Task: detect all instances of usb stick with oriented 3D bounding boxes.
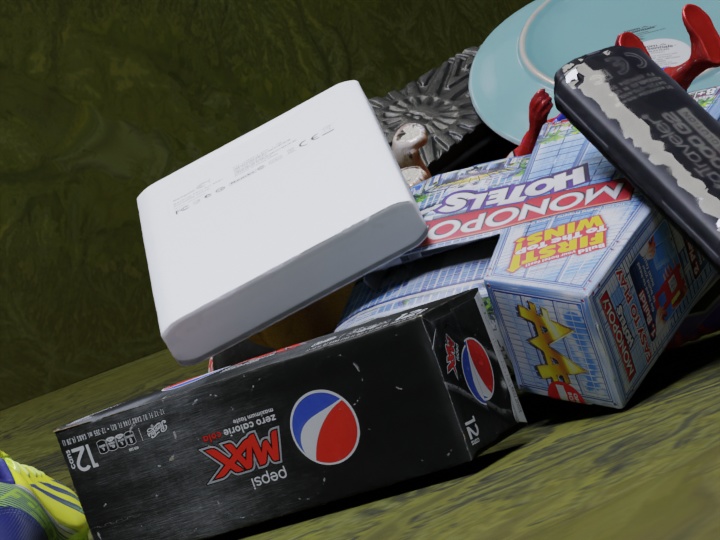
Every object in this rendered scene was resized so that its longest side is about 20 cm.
[{"bbox_3d":[0.155,-0.035,1.319,0.055,0.033,0.200,-20,46,-23],"label":"usb stick"}]

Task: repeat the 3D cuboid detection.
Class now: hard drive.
[{"bbox_3d":[-0.043,-0.028,1.463,0.132,0.026,0.200,-28,21,3],"label":"hard drive"}]

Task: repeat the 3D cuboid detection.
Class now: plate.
[{"bbox_3d":[0.157,-0.127,1.672,0.200,0.026,0.200,-9,35,6],"label":"plate"}]

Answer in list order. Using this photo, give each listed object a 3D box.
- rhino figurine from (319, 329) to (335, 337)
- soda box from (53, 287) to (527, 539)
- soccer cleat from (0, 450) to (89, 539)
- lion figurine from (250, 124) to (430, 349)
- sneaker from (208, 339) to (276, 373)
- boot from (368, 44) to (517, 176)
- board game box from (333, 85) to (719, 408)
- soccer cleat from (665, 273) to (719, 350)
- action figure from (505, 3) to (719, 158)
[{"bbox_3d":[-0.006,0.062,1.540,0.087,0.060,0.200,-18,-4,-12],"label":"rhino figurine"},{"bbox_3d":[-0.032,0.071,1.324,0.200,0.071,0.063,-18,3,29],"label":"soda box"},{"bbox_3d":[-0.174,0.109,1.435,0.065,0.084,0.200,-19,2,3],"label":"soccer cleat"},{"bbox_3d":[0.000,0.000,1.594,0.200,0.123,0.073,-15,39,6],"label":"lion figurine"},{"bbox_3d":[0.013,0.046,1.684,0.201,0.067,0.108,-9,-14,-8],"label":"sneaker"},{"bbox_3d":[0.038,-0.022,1.716,0.211,0.158,0.079,-28,41,-32],"label":"boot"},{"bbox_3d":[0.080,-0.002,1.386,0.200,0.062,0.200,-12,24,19],"label":"board game box"},{"bbox_3d":[0.132,0.022,1.481,0.200,0.073,0.068,1,-20,33],"label":"soccer cleat"},{"bbox_3d":[0.118,-0.081,1.536,0.065,0.052,0.200,-31,-7,-27],"label":"action figure"}]
